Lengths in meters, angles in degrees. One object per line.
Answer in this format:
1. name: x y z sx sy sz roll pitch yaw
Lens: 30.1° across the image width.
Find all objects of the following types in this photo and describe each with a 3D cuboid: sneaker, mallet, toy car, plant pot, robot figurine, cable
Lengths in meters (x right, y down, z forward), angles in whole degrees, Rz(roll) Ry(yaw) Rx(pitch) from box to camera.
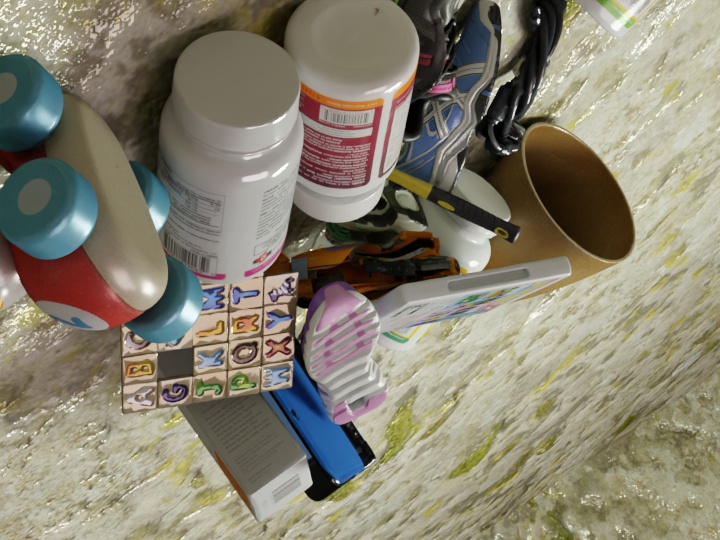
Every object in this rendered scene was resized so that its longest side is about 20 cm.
1. sneaker: -0.006 -0.050 1.369 0.088 0.077 0.200 -36 158 23
2. sneaker: 0.080 -0.163 1.270 0.076 0.077 0.201 -73 -177 -71
3. sneaker: 0.063 -0.193 1.172 0.076 0.084 0.200 -25 154 -34
4. mallet: 0.061 -0.084 1.261 0.041 0.199 0.066 -62 170 -45
5. toy car: -0.246 -0.011 0.934 0.199 0.178 0.184 -29 149 8
6. plant pot: 0.191 -0.041 1.584 0.186 0.187 0.200 -12 159 -49
7. sneaker: -0.028 0.068 1.312 0.080 0.089 0.201 -24 147 -11
8. robot figurine: 0.000 0.000 1.343 0.198 0.059 0.145 -8 172 1
9. cable: 0.159 -0.198 1.316 0.200 0.050 0.164 -53 162 -74

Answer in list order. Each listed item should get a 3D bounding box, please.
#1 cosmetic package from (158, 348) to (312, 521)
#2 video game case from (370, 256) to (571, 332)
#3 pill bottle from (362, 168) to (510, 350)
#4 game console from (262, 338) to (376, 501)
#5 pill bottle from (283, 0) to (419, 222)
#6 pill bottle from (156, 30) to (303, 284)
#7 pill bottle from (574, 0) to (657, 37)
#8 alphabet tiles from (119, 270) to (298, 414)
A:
1. cosmetic package: -0.135 0.144 1.349 0.071 0.200 0.102 -33 158 -13
2. video game case: 0.089 0.029 1.351 0.181 0.024 0.200 -10 171 -21
3. pill bottle: 0.075 -0.015 1.503 0.200 0.113 0.112 -51 156 26
4. game console: -0.088 0.149 1.390 0.118 0.201 0.171 -25 168 -45
5. pill bottle: -0.015 -0.132 1.128 0.109 0.110 0.200 -30 157 -22
6. pill bottle: -0.105 -0.087 1.064 0.113 0.114 0.200 -28 156 -26
7. pill bottle: 0.266 -0.321 1.215 0.200 0.111 0.111 -46 158 16
8. alphabet tiles: -0.137 0.039 1.216 0.166 0.008 0.201 -8 125 -18
